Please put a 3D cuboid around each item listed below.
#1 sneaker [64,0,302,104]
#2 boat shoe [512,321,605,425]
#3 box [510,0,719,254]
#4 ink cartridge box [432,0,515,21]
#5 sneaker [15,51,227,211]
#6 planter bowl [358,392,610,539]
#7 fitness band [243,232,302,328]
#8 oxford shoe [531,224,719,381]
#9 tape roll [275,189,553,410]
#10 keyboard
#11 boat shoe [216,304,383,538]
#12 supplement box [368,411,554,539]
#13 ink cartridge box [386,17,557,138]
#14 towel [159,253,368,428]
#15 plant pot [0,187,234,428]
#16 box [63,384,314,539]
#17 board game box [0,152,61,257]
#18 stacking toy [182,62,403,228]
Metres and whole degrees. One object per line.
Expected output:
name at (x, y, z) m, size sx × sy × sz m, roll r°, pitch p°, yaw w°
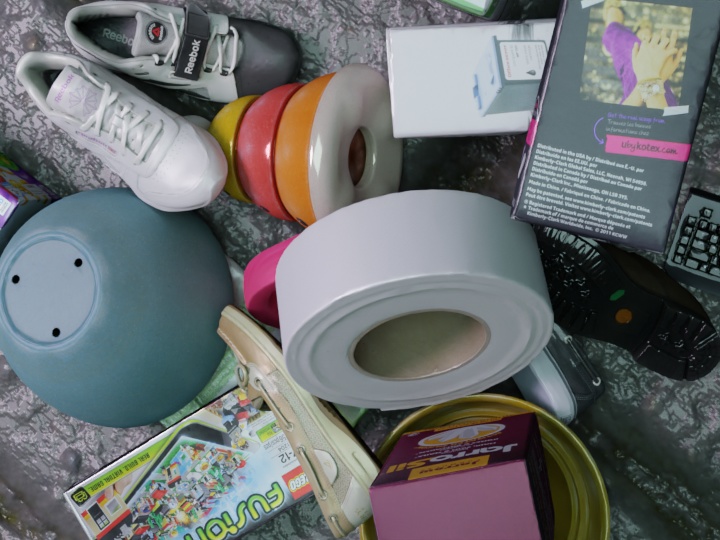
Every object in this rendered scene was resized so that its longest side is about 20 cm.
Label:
sneaker at (-0.149, -0.180, 1.151) m, size 0.197 × 0.088 × 0.075 m, roll 8°, pitch 94°, yaw 6°
boat shoe at (0.135, 0.026, 1.138) m, size 0.066 × 0.070 × 0.201 m, roll -26°, pitch 79°, yaw -18°
box at (0.174, -0.125, 0.941) m, size 0.105 × 0.122 × 0.202 m, roll 14°, pitch 100°, yaw 6°
ink cartridge box at (0.053, -0.251, 1.060) m, size 0.145 × 0.200 × 0.085 m, roll 24°, pitch 100°, yaw 6°
sneaker at (-0.193, -0.110, 1.105) m, size 0.199 × 0.099 × 0.075 m, roll 32°, pitch 93°, yaw 23°
planter bowl at (0.101, 0.194, 1.142) m, size 0.198 × 0.083 × 0.203 m, roll 0°, pitch 93°, yaw 8°
fitness band at (0.000, 0.000, 1.101) m, size 0.199 × 0.143 × 0.038 m, roll -23°, pitch 61°, yaw 34°
oxford shoe at (0.192, 0.011, 1.116) m, size 0.199 × 0.085 × 0.073 m, roll 34°, pitch 115°, yaw -10°
tape roll at (0.038, 0.027, 1.028) m, size 0.200 × 0.203 × 0.071 m, roll -15°, pitch 59°, yaw 9°
keyboard at (0.355, -0.023, 1.123) m, size 0.198 × 0.021 × 0.128 m, roll 18°, pitch 97°, yaw 6°
boat shoe at (-0.055, 0.114, 1.099) m, size 0.063 × 0.073 × 0.201 m, roll -41°, pitch 79°, yaw -1°
supplement box at (0.077, 0.165, 0.999) m, size 0.109 × 0.200 × 0.087 m, roll -11°, pitch 92°, yaw 9°
ink cartridge box at (0.127, -0.148, 1.082) m, size 0.197 × 0.146 × 0.087 m, roll -3°, pitch 96°, yaw 9°
towel at (-0.103, 0.095, 1.192) m, size 0.200 × 0.031 × 0.149 m, roll 42°, pitch 99°, yaw 3°
plant pot at (-0.218, 0.024, 1.128) m, size 0.198 × 0.135 × 0.203 m, roll -2°, pitch 83°, yaw 17°
box at (-0.135, 0.179, 1.174) m, size 0.199 × 0.035 × 0.111 m, roll -32°, pitch 92°, yaw 7°
board game box at (-0.372, -0.078, 1.180) m, size 0.199 × 0.105 × 0.103 m, roll 36°, pitch 97°, yaw 3°
stacking toy at (-0.075, -0.097, 1.145) m, size 0.198 × 0.146 × 0.148 m, roll 6°, pitch 95°, yaw 27°
